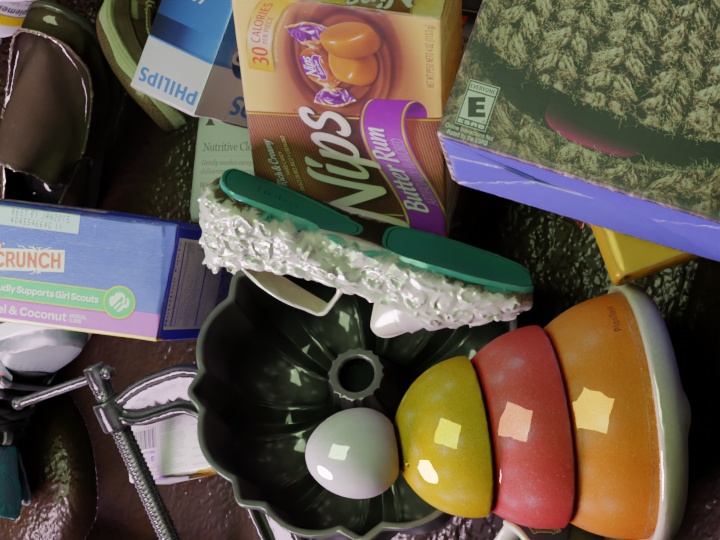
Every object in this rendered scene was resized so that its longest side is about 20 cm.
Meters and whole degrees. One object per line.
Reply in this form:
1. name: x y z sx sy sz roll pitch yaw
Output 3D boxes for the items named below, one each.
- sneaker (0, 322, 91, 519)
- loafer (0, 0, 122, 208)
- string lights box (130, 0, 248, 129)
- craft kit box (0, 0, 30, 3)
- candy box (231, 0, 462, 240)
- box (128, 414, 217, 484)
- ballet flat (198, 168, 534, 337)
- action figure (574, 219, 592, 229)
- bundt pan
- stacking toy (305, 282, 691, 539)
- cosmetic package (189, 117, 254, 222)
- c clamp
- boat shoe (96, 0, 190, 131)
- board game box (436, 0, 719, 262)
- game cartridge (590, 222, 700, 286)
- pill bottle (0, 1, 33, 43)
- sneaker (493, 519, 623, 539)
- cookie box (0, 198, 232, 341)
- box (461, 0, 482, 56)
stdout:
1. sneaker: -0.250 0.109 1.671 0.200 0.084 0.121 -32 59 42
2. loafer: -0.207 -0.089 1.618 0.073 0.071 0.200 21 135 15
3. string lights box: -0.051 -0.184 1.426 0.059 0.103 0.200 27 99 35
4. craft kit box: -0.267 -0.276 1.623 0.197 0.049 0.200 0 92 30
5. candy box: -0.004 -0.101 1.353 0.117 0.200 0.056 9 54 9
6. box: -0.068 0.104 1.546 0.200 0.039 0.041 -15 76 39
7. ballet flat: 0.000 0.000 1.382 0.200 0.072 0.072 20 98 6
8. action figure: 0.128 -0.121 1.393 0.134 0.149 0.200 -176 76 -82
9. bundt pan: 0.005 0.074 1.426 0.202 0.076 0.202 -5 66 11
10. stacking toy: 0.069 0.086 1.305 0.200 0.146 0.146 -6 77 -5
11. cosmetic package: -0.035 -0.126 1.521 0.113 0.081 0.200 -1 84 39
12. c clamp: -0.116 0.140 1.552 0.171 0.027 0.200 -26 93 35
13. boat shoe: -0.127 -0.168 1.580 0.075 0.075 0.202 -36 36 11
14. board game box: 0.148 -0.125 1.235 0.159 0.097 0.200 17 81 10
15. game cartridge: 0.184 -0.113 1.292 0.176 0.032 0.200 -20 79 2
16. pill bottle: -0.261 -0.238 1.711 0.200 0.114 0.114 -52 55 23
17. sneaker: 0.071 0.214 1.378 0.067 0.090 0.200 41 110 36
18. cookie box: -0.177 -0.002 1.512 0.171 0.200 0.075 8 90 10
19. box: 0.045 -0.203 1.421 0.110 0.035 0.200 115 161 -59
